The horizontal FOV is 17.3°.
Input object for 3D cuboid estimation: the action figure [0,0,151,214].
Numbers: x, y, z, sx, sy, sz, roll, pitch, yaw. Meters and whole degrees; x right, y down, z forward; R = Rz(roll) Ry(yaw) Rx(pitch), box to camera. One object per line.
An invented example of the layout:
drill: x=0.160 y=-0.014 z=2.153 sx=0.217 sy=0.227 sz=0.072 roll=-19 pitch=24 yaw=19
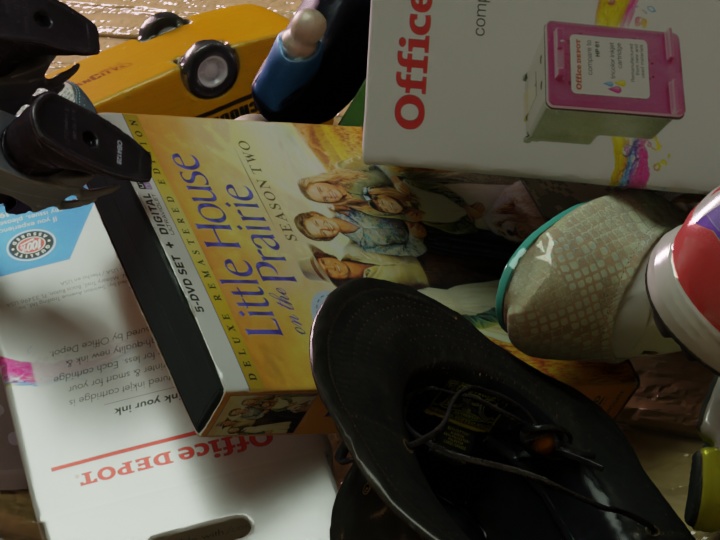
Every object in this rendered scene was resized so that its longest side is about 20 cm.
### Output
action figure: x=-0.172 y=-0.027 z=0.931 sx=0.069 sy=0.130 sz=0.200 roll=10 pitch=-31 yaw=-43

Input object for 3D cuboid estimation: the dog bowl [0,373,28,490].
dog bowl: x=-0.134 y=0.019 z=1.092 sx=0.200 sy=0.059 sz=0.200 roll=-12 pitch=28 yaw=6

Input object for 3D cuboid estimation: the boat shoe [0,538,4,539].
boat shoe: x=-0.239 y=0.122 z=0.927 sx=0.201 sy=0.086 sz=0.075 roll=-14 pitch=29 yaw=1

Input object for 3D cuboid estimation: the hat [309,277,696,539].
hat: x=0.040 y=0.098 z=0.829 sx=0.081 sy=0.200 sz=0.201 roll=-49 pitch=21 yaw=21

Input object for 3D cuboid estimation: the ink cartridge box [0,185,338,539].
ink cartridge box: x=-0.079 y=0.057 z=0.940 sx=0.115 sy=0.068 sz=0.200 roll=-13 pitch=52 yaw=-8

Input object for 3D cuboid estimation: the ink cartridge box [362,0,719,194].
ink cartridge box: x=0.105 y=-0.106 z=0.921 sx=0.199 sy=0.145 sz=0.085 roll=5 pitch=11 yaw=13

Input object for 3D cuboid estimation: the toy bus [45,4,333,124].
toy bus: x=-0.118 y=-0.076 z=1.233 sx=0.200 sy=0.078 sz=0.065 roll=-26 pitch=31 yaw=-20

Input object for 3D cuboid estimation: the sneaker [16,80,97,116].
sneaker: x=-0.179 y=-0.045 z=1.076 sx=0.077 sy=0.086 sz=0.200 roll=2 pitch=33 yaw=26

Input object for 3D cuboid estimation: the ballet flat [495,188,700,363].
ballet flat: x=0.125 y=0.002 z=0.939 sx=0.062 sy=0.068 sz=0.200 roll=22 pitch=18 yaw=28

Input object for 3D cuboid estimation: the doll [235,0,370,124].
doll: x=-0.005 y=-0.122 z=1.135 sx=0.048 sy=0.200 sz=0.136 roll=33 pitch=6 yaw=14

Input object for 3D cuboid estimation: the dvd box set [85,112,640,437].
dvd box set: x=0.000 y=0.000 z=0.943 sx=0.200 sy=0.029 sz=0.146 roll=1 pitch=46 yaw=-35

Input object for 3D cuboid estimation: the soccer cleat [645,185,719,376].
soccer cleat: x=0.195 y=0.032 z=0.804 sx=0.073 sy=0.200 sz=0.068 roll=-49 pitch=15 yaw=45

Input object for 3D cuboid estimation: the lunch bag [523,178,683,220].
lunch bag: x=0.117 y=-0.094 z=1.108 sx=0.200 sy=0.118 sz=0.164 roll=-33 pitch=13 yaw=47

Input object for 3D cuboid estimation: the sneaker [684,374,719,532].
sneaker: x=0.186 y=0.046 z=0.904 sx=0.084 sy=0.075 sz=0.200 roll=19 pitch=39 yaw=17

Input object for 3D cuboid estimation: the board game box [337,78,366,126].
board game box: x=0.050 y=-0.124 z=1.129 sx=0.135 sy=0.029 sz=0.200 roll=-51 pitch=-1 yaw=-22
